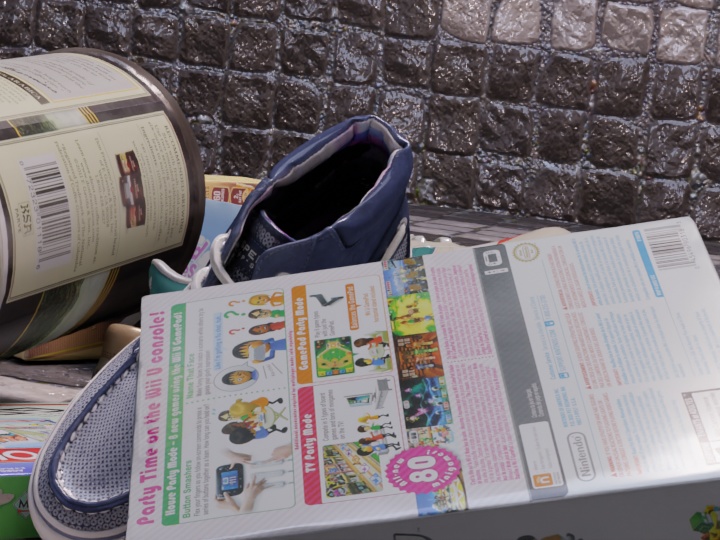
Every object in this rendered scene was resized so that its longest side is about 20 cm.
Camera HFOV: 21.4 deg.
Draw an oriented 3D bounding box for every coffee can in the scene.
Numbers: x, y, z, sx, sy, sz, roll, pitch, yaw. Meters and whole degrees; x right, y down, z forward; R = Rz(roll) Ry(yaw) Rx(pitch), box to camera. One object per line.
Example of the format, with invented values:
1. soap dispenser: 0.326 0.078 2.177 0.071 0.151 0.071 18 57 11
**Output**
1. coffee can: -0.184 -0.030 0.932 0.145 0.148 0.200 8 12 21

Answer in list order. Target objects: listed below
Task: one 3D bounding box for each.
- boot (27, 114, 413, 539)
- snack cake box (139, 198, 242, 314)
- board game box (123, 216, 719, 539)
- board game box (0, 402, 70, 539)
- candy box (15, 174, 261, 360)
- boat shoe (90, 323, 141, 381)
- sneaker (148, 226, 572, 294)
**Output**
1. boot: -0.055 0.021 0.741 0.072 0.200 0.091 35 -28 20
2. snack cake box: -0.047 0.018 1.132 0.199 0.068 0.115 12 -20 40
3. board game box: 0.027 0.057 0.616 0.198 0.065 0.148 -7 30 0
4. board game box: -0.144 0.084 0.820 0.198 0.029 0.134 2 7 -34
5. candy box: -0.140 -0.005 1.225 0.199 0.117 0.055 1 7 -43
6. boat shoe: -0.087 0.049 1.020 0.070 0.065 0.200 8 5 13
7. sneaker: 0.000 0.000 0.840 0.198 0.094 0.070 -21 -10 -8
